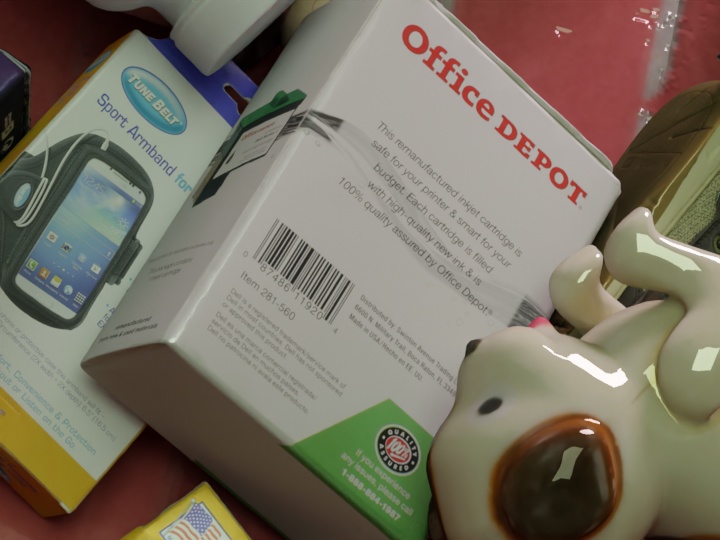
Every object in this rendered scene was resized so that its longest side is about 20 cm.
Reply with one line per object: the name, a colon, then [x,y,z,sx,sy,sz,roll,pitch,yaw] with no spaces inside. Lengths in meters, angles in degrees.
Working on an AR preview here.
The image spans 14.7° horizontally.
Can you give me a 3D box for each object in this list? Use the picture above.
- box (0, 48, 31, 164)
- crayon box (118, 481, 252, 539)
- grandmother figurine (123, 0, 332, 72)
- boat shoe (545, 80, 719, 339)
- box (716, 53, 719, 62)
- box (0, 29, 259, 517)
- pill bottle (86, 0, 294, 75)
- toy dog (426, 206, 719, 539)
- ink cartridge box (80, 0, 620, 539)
box: [-0.257,-0.039,1.180,0.148,0.104,0.200,36,66,8]
crayon box: [-0.105,0.195,1.124,0.200,0.052,0.126,-35,75,-19]
grandmother figurine: [-0.075,-0.130,1.272,0.199,0.061,0.122,23,74,6]
boat shoe: [0.119,0.010,1.227,0.066,0.072,0.201,42,76,-20]
box: [0.278,-0.047,1.207,0.163,0.086,0.201,-32,78,24]
box: [-0.108,-0.007,1.200,0.119,0.041,0.200,46,64,-13]
pill bottle: [-0.104,-0.182,1.180,0.200,0.112,0.112,47,68,-1]
toy dog: [0.120,0.073,1.126,0.199,0.139,0.195,-2,89,-23]
ink cartridge box: [0.000,0.000,1.181,0.146,0.084,0.201,42,63,-20]
